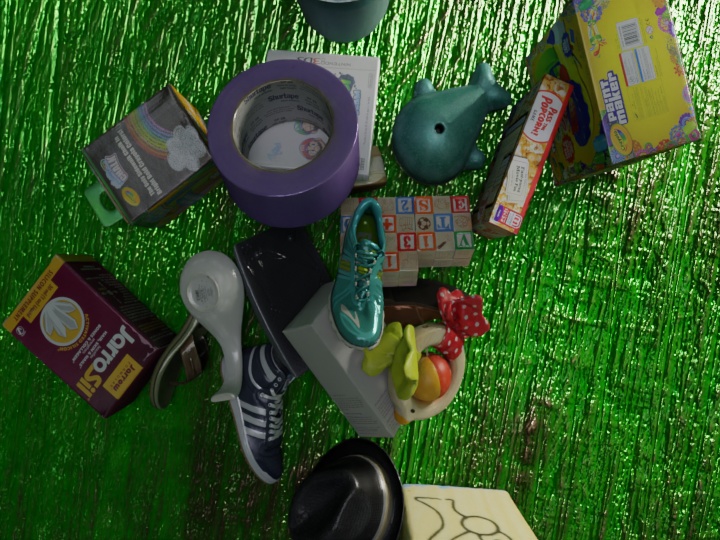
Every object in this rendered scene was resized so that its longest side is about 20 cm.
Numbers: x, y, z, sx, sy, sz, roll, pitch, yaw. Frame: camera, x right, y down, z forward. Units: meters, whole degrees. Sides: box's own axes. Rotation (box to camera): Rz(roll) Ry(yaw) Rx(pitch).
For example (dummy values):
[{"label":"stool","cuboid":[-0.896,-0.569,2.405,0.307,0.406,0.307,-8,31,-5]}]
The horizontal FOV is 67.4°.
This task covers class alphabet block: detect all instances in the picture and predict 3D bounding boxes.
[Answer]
[{"label":"alphabet block","cuboid":[0.142,0.442,0.755,0.187,0.200,0.206,2,91,1]}]

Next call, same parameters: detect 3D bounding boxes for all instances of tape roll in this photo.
[{"label":"tape roll","cuboid":[-0.097,-0.168,0.714,0.191,0.086,0.208,0,69,0]}]

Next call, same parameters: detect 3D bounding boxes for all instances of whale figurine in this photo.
[{"label":"whale figurine","cuboid":[0.136,-0.220,0.792,0.198,0.104,0.161,-38,90,1]}]

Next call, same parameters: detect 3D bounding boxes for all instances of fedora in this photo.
[{"label":"fedora","cuboid":[-0.035,0.338,0.766,0.195,0.091,0.209,-15,64,32]}]

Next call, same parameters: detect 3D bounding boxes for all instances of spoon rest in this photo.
[{"label":"spoon rest","cuboid":[-0.202,0.075,0.765,0.095,0.061,0.209,-8,93,12]}]

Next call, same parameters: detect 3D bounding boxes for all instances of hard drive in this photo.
[{"label":"hard drive","cuboid":[-0.101,0.038,0.797,0.133,0.042,0.206,-29,95,-39]}]

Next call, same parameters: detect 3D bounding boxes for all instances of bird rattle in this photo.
[{"label":"bird rattle","cuboid":[0.092,0.118,0.740,0.196,0.111,0.170,-20,115,-37]}]

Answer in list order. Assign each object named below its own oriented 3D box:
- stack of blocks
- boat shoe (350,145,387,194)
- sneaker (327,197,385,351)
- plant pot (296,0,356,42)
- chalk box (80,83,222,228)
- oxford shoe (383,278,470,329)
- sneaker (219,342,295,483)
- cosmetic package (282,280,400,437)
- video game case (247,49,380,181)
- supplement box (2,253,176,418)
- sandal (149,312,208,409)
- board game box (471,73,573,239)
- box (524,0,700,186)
[{"label":"stack of blocks","cuboid":[0.067,-0.043,0.798,0.191,0.059,0.120,-2,67,0]},{"label":"boat shoe","cuboid":[-0.058,-0.149,0.815,0.191,0.074,0.072,-7,87,-8]},{"label":"sneaker","cuboid":[0.000,0.000,0.692,0.074,0.080,0.207,6,61,-8]},{"label":"plant pot","cuboid":[-0.025,-0.428,0.743,0.191,0.196,0.210,0,91,1]},{"label":"chalk box","cuboid":[-0.304,-0.145,0.787,0.197,0.124,0.127,-35,92,2]},{"label":"oxford shoe","cuboid":[0.078,0.059,0.827,0.191,0.072,0.074,2,120,-2]},{"label":"sneaker","cuboid":[-0.132,0.209,0.809,0.105,0.070,0.207,-21,88,14]},{"label":"cosmetic package","cuboid":[-0.005,0.124,0.766,0.108,0.084,0.203,-45,107,-37]},{"label":"video game case","cuboid":[-0.065,-0.232,0.794,0.174,0.024,0.208,5,70,3]},{"label":"supplement box","cuboid":[-0.392,0.092,0.800,0.199,0.103,0.132,41,90,-1]},{"label":"sandal","cuboid":[-0.252,0.122,0.810,0.056,0.080,0.205,31,90,4]},{"label":"board game box","cuboid":[0.220,-0.152,0.770,0.045,0.152,0.207,21,92,0]},{"label":"box","cuboid":[0.335,-0.245,0.748,0.117,0.193,0.208,-15,90,0]}]
